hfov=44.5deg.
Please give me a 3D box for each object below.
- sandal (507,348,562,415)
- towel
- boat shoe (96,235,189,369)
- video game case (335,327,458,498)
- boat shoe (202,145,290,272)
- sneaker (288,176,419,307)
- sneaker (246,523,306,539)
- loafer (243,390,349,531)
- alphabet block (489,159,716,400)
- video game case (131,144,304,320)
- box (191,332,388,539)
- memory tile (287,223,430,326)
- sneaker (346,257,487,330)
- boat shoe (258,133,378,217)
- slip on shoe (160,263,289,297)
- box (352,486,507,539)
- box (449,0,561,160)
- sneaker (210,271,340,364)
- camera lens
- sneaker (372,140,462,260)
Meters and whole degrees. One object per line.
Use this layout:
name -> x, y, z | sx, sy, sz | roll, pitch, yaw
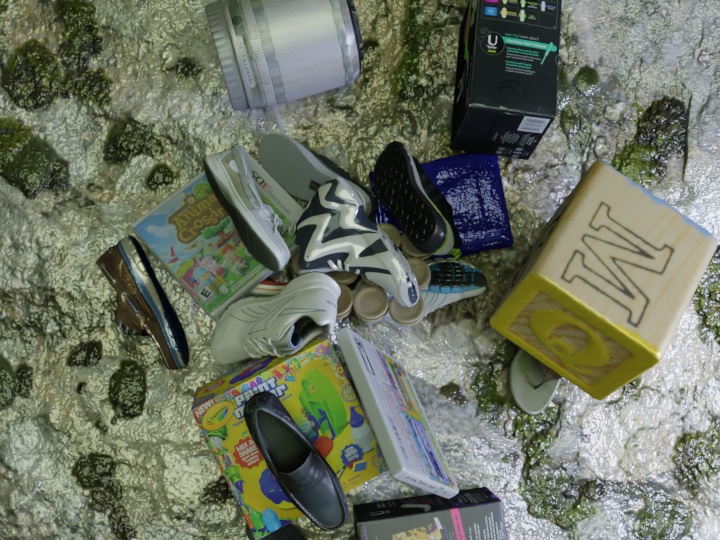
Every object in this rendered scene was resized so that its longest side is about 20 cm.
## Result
sandal -> 0.279, 0.112, 1.256 | 0.079, 0.057, 0.203 | 35, 82, -2
towel -> 0.117, -0.089, 1.270 | 0.195, 0.050, 0.151 | -11, 86, -4
boat shoe -> -0.304, 0.056, 1.226 | 0.071, 0.072, 0.203 | -28, 77, -1
video game case -> 0.048, 0.187, 1.135 | 0.022, 0.182, 0.202 | -32, 58, 13
boat shoe -> -0.145, -0.087, 1.183 | 0.064, 0.075, 0.203 | -27, 60, -17
sneaker -> -0.020, -0.010, 1.168 | 0.129, 0.079, 0.200 | -38, 88, 11
sneaker -> -0.088, 0.420, 1.205 | 0.199, 0.070, 0.083 | 38, 121, 15
loafer -> -0.079, 0.241, 1.081 | 0.067, 0.070, 0.203 | -33, 99, -3
alphabet block -> 0.318, 0.018, 1.172 | 0.195, 0.196, 0.201 | 33, 64, 7
video game case -> -0.185, -0.058, 1.216 | 0.199, 0.022, 0.182 | -40, 72, -20
box -> -0.094, 0.209, 1.174 | 0.197, 0.122, 0.196 | -27, 98, -4
memory tile -> 0.000, 0.000, 1.208 | 0.195, 0.017, 0.156 | 6, 61, 9
sneaker -> 0.082, 0.040, 1.246 | 0.195, 0.075, 0.088 | -6, 120, 5
boat shoe -> -0.060, -0.130, 1.255 | 0.199, 0.056, 0.069 | 36, 114, 18
slip on shoe -> -0.181, -0.002, 1.235 | 0.196, 0.074, 0.062 | 17, 81, 3
box -> 0.093, 0.367, 1.189 | 0.195, 0.122, 0.109 | -7, 86, -4
box -> 0.202, -0.283, 1.230 | 0.121, 0.149, 0.205 | 7, 74, -3
sneaker -> -0.115, 0.074, 1.136 | 0.198, 0.088, 0.075 | -28, 127, 19
camera lens -> -0.102, -0.319, 1.221 | 0.196, 0.160, 0.163 | -16, 86, -5
sneaker -> 0.081, -0.090, 1.216 | 0.072, 0.082, 0.202 | -42, 51, 27
